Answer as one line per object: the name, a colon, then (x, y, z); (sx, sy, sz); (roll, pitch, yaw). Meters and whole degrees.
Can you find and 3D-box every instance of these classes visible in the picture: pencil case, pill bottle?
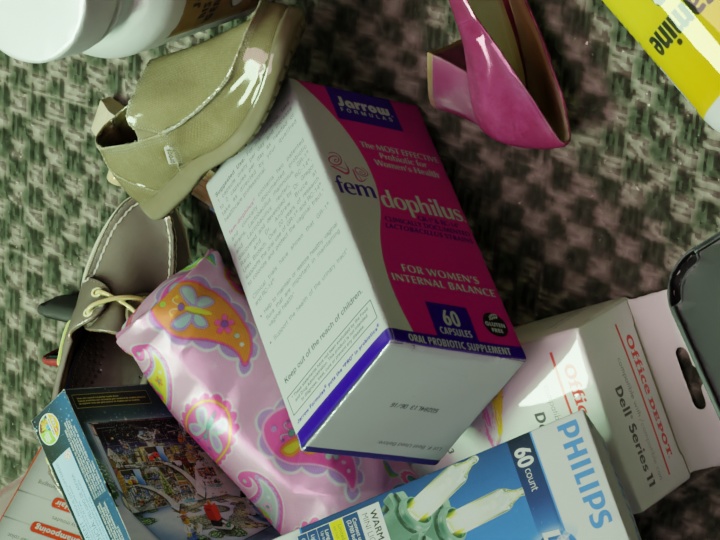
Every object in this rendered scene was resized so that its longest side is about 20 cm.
pencil case: (-0.053, 0.084, 1.627); (0.200, 0.087, 0.087); (47, 126, -1)
pill bottle: (0.199, -0.145, 1.457); (0.200, 0.112, 0.112); (50, 126, 10)
pill bottle: (-0.134, -0.186, 1.614); (0.114, 0.200, 0.115); (12, 112, 31)

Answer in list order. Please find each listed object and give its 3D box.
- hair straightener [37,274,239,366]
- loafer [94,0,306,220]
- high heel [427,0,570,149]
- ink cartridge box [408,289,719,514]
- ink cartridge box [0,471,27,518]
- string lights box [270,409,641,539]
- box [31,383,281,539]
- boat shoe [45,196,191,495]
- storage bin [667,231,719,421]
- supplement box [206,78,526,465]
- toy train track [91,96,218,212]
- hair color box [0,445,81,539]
hair straightener: (-0.128, 0.030, 1.780); (0.200, 0.041, 0.077); (5, 109, 37)
loafer: (-0.099, -0.098, 1.627); (0.067, 0.076, 0.200); (31, 137, -13)
high heel: (0.079, -0.165, 1.555); (0.096, 0.067, 0.200); (22, 122, 38)
ink cartridge box: (0.114, 0.089, 1.621); (0.200, 0.067, 0.117); (-18, 95, 37)
ink cartridge box: (-0.169, 0.225, 1.808); (0.200, 0.146, 0.083); (31, 129, 23)
string lights box: (0.055, 0.167, 1.533); (0.200, 0.059, 0.103); (-24, 59, 9)
box: (-0.087, 0.133, 1.648); (0.038, 0.200, 0.137); (-43, 63, 34)
boat shoe: (-0.150, 0.045, 1.701); (0.072, 0.060, 0.201); (14, 80, 4)
storage bin: (0.277, 0.016, 1.429); (0.200, 0.094, 0.135); (-32, 68, 25)
supplement box: (0.000, 0.000, 1.598); (0.103, 0.101, 0.200); (-51, 46, 34)
toy train track: (-0.095, -0.047, 1.739); (0.200, 0.033, 0.115); (33, 121, 20)
hair color box: (-0.163, 0.157, 1.741); (0.101, 0.200, 0.061); (18, 147, 16)
